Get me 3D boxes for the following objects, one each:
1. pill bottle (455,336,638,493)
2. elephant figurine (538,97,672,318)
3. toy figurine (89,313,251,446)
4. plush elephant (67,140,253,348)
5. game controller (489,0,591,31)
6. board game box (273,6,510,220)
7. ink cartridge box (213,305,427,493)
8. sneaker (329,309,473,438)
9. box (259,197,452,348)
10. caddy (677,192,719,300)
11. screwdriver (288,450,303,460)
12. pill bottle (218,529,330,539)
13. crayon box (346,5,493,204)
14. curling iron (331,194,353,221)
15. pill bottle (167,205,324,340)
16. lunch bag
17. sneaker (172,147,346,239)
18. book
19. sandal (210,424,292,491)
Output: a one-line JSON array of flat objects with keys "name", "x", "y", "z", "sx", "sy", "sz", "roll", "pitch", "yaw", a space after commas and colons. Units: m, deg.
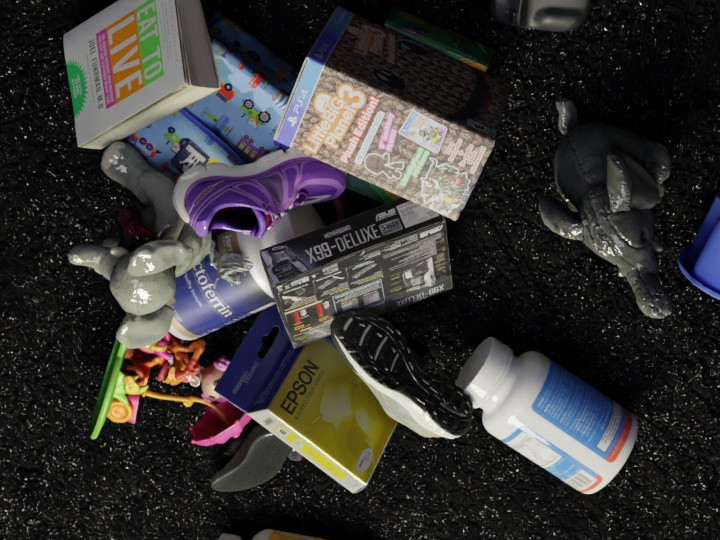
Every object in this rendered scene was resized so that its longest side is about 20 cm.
[{"name": "pill bottle", "x": 0.213, "y": 0.163, "z": 1.770, "sx": 0.200, "sy": 0.112, "sz": 0.112, "roll": 34, "pitch": 120, "yaw": -8}, {"name": "elephant figurine", "x": 0.261, "y": -0.066, "z": 1.580, "sx": 0.155, "sy": 0.200, "sz": 0.142, "roll": 12, "pitch": 121, "yaw": 5}, {"name": "toy figurine", "x": -0.212, "y": 0.134, "z": 1.840, "sx": 0.184, "sy": 0.150, "sz": 0.200, "roll": 16, "pitch": 120, "yaw": -11}, {"name": "plush elephant", "x": -0.236, "y": -0.012, "z": 1.631, "sx": 0.200, "sy": 0.155, "sz": 0.165, "roll": 28, "pitch": 122, "yaw": 14}, {"name": "game controller", "x": 0.194, "y": -0.338, "z": 1.543, "sx": 0.104, "sy": 0.042, "sz": 0.200, "roll": 3, "pitch": 121, "yaw": -7}, {"name": "board game box", "x": 0.035, "y": -0.161, "z": 1.530, "sx": 0.200, "sy": 0.160, "sz": 0.097, "roll": 24, "pitch": 119, "yaw": -2}, {"name": "ink cartridge box", "x": -0.040, "y": 0.120, "z": 1.749, "sx": 0.200, "sy": 0.198, "sz": 0.047, "roll": 39, "pitch": 141, "yaw": -12}, {"name": "sneaker", "x": 0.034, "y": 0.125, "z": 1.710, "sx": 0.200, "sy": 0.074, "sz": 0.079, "roll": 44, "pitch": 143, "yaw": -19}, {"name": "box", "x": 0.000, "y": 0.000, "z": 1.673, "sx": 0.200, "sy": 0.050, "sz": 0.158, "roll": -21, "pitch": 152, "yaw": -4}, {"name": "caddy", "x": 0.440, "y": -0.002, "z": 1.614, "sx": 0.200, "sy": 0.141, "sz": 0.105, "roll": 16, "pitch": 118, "yaw": 4}, {"name": "screwdriver", "x": -0.067, "y": 0.146, "z": 1.876, "sx": 0.028, "sy": 0.029, "sz": 0.200, "roll": 12, "pitch": 112, "yaw": 6}, {"name": "pill bottle", "x": -0.088, "y": 0.396, "z": 1.961, "sx": 0.200, "sy": 0.112, "sz": 0.112, "roll": 9, "pitch": 120, "yaw": 6}, {"name": "crayon box", "x": 0.050, "y": -0.170, "z": 1.648, "sx": 0.119, "sy": 0.058, "sz": 0.200, "roll": 23, "pitch": 121, "yaw": -1}, {"name": "curling iron", "x": -0.022, "y": -0.045, "z": 1.747, "sx": 0.026, "sy": 0.050, "sz": 0.200, "roll": 18, "pitch": 140, "yaw": 53}, {"name": "pill bottle", "x": -0.140, "y": -0.006, "z": 1.746, "sx": 0.200, "sy": 0.116, "sz": 0.116, "roll": -24, "pitch": 111, "yaw": 22}, {"name": "lunch bag", "x": -0.162, "y": -0.156, "z": 1.672, "sx": 0.150, "sy": 0.094, "sz": 0.200, "roll": 37, "pitch": 116, "yaw": -7}, {"name": "sneaker", "x": -0.100, "y": -0.071, "z": 1.612, "sx": 0.200, "sy": 0.084, "sz": 0.081, "roll": -14, "pitch": 147, "yaw": -28}, {"name": "book", "x": -0.239, "y": -0.224, "z": 1.620, "sx": 0.200, "sy": 0.048, "sz": 0.134, "roll": -21, "pitch": 76, "yaw": 42}, {"name": "sandal", "x": -0.130, "y": 0.225, "z": 1.900, "sx": 0.075, "sy": 0.048, "sz": 0.200, "roll": 6, "pitch": 148, "yaw": -27}]
